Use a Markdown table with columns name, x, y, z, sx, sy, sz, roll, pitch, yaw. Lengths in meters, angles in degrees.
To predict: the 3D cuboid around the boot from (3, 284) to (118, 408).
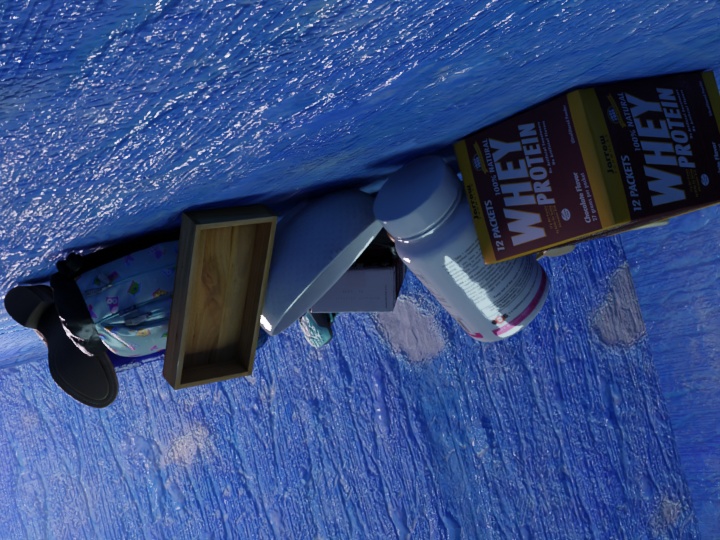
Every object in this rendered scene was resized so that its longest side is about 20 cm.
| name | x | y | z | sx | sy | sz | roll | pitch | yaw |
| --- | --- | --- | --- | --- | --- | --- | --- | --- | --- |
| boot | -0.356 | 0.096 | 1.630 | 0.077 | 0.200 | 0.155 | -52 | 166 | 4 |

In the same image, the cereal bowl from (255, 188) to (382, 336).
| name | x | y | z | sx | sy | sz | roll | pitch | yaw |
| --- | --- | --- | --- | --- | --- | --- | --- | --- | --- |
| cereal bowl | -0.061 | -0.022 | 1.471 | 0.200 | 0.083 | 0.200 | -46 | 176 | -4 |

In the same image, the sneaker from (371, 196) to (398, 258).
| name | x | y | z | sx | sy | sz | roll | pitch | yaw |
| --- | --- | --- | --- | --- | --- | --- | --- | --- | --- |
| sneaker | 0.051 | -0.060 | 1.623 | 0.199 | 0.084 | 0.077 | -15 | 177 | 3 |

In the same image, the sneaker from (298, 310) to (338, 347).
| name | x | y | z | sx | sy | sz | roll | pitch | yaw |
| --- | --- | --- | --- | --- | --- | --- | --- | --- | --- |
| sneaker | -0.055 | 0.043 | 1.899 | 0.091 | 0.078 | 0.200 | -19 | -152 | -3 |

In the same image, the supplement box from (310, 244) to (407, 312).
| name | x | y | z | sx | sy | sz | roll | pitch | yaw |
| --- | --- | --- | --- | --- | --- | --- | --- | --- | --- |
| supplement box | 0.000 | 0.000 | 1.693 | 0.108 | 0.061 | 0.200 | -1 | -166 | 7 |

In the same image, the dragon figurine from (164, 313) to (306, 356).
| name | x | y | z | sx | sy | sz | roll | pitch | yaw |
| --- | --- | --- | --- | --- | --- | --- | --- | --- | --- |
| dragon figurine | -0.151 | 0.067 | 1.617 | 0.200 | 0.099 | 0.059 | -37 | 152 | -28 |

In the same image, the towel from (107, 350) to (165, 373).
| name | x | y | z | sx | sy | sz | roll | pitch | yaw |
| --- | --- | --- | --- | --- | --- | --- | --- | --- | --- |
| towel | -0.316 | 0.064 | 1.748 | 0.199 | 0.148 | 0.050 | -14 | 147 | -9 |

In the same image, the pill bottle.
| name | x | y | z | sx | sy | sz | roll | pitch | yaw |
| --- | --- | --- | --- | --- | --- | --- | --- | --- | --- |
| pill bottle | 0.109 | -0.024 | 1.391 | 0.113 | 0.200 | 0.114 | -30 | -148 | 21 |

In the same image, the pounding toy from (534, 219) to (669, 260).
| name | x | y | z | sx | sy | sz | roll | pitch | yaw |
| --- | --- | --- | --- | --- | --- | --- | --- | --- | --- |
| pounding toy | 0.238 | -0.069 | 1.541 | 0.184 | 0.142 | 0.200 | -34 | 168 | 27 |

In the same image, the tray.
| name | x | y | z | sx | sy | sz | roll | pitch | yaw |
| --- | --- | --- | --- | --- | --- | --- | --- | --- | --- |
| tray | -0.154 | 0.028 | 1.378 | 0.098 | 0.201 | 0.037 | -8 | -149 | -35 |

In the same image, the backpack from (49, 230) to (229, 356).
| name | x | y | z | sx | sy | sz | roll | pitch | yaw |
| --- | --- | --- | --- | --- | --- | --- | --- | --- | --- |
| backpack | -0.239 | 0.027 | 1.461 | 0.199 | 0.127 | 0.167 | -18 | 174 | -6 |

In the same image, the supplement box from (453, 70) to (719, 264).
| name | x | y | z | sx | sy | sz | roll | pitch | yaw |
| --- | --- | --- | --- | --- | --- | --- | --- | --- | --- |
| supplement box | 0.242 | -0.104 | 1.302 | 0.200 | 0.133 | 0.197 | -13 | 176 | -35 |

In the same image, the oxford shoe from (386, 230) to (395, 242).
| name | x | y | z | sx | sy | sz | roll | pitch | yaw |
| --- | --- | --- | --- | --- | --- | --- | --- | --- | --- |
| oxford shoe | 0.081 | -0.034 | 1.531 | 0.071 | 0.071 | 0.200 | -40 | 157 | 23 |
